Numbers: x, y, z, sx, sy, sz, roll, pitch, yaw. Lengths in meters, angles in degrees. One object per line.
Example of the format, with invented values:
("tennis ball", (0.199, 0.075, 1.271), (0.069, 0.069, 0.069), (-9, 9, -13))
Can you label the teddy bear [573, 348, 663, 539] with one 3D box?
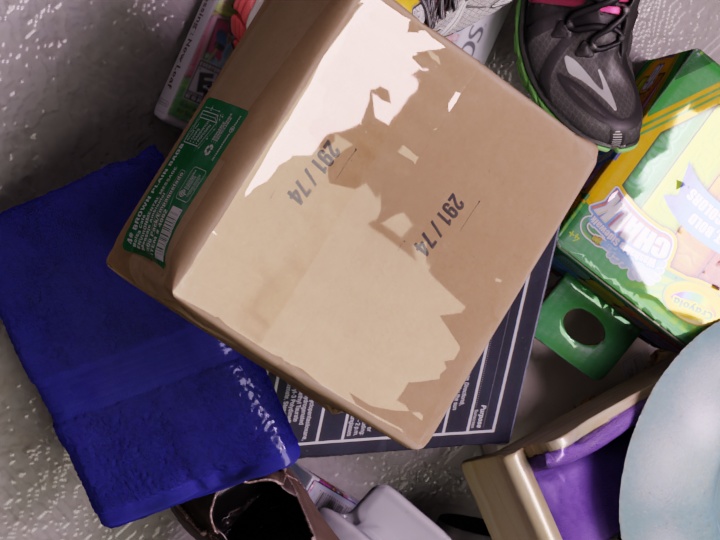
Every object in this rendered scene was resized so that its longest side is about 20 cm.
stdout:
("teddy bear", (0.204, 0.118, 1.774), (0.200, 0.067, 0.145), (-29, 130, -27))

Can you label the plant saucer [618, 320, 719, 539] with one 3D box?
("plant saucer", (0.246, 0.126, 1.639), (0.201, 0.039, 0.202), (-14, 112, -38))

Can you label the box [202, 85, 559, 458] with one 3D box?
("box", (0.000, 0.000, 1.571), (0.198, 0.123, 0.200), (-1, 118, -26))

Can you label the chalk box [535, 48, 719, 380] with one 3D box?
("chalk box", (0.189, -0.025, 1.674), (0.125, 0.124, 0.200), (36, 86, -7))

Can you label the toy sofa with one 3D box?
("toy sofa", (0.173, 0.115, 1.641), (0.200, 0.098, 0.083), (-26, 95, -34))

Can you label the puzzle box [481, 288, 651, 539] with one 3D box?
("puzzle box", (0.144, 0.106, 1.778), (0.133, 0.025, 0.200), (-26, 120, -22))

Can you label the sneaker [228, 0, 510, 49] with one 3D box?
("sneaker", (0.026, -0.155, 1.547), (0.200, 0.082, 0.078), (-24, 119, -24))

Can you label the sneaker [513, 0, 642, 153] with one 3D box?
("sneaker", (0.139, -0.170, 1.596), (0.077, 0.084, 0.201), (-5, 80, -27))

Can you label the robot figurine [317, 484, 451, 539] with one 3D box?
("robot figurine", (-0.026, 0.228, 1.612), (0.200, 0.113, 0.170), (-48, 158, -8))

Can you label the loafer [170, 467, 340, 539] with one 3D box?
("loafer", (-0.064, 0.138, 1.552), (0.073, 0.200, 0.071), (-41, 135, -12))

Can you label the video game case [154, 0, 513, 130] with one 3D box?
("video game case", (-0.008, -0.143, 1.594), (0.200, 0.022, 0.182), (21, 95, -35))

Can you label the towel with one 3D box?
("towel", (-0.128, 0.039, 1.494), (0.200, 0.147, 0.050), (65, 30, -8))

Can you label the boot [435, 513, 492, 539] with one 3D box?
("boot", (0.114, 0.277, 1.703), (0.188, 0.068, 0.201), (12, 99, -4))

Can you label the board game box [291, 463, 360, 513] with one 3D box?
("board game box", (-0.025, 0.253, 1.717), (0.200, 0.041, 0.200), (35, 87, -35))

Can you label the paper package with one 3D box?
("paper package", (-0.004, -0.035, 1.408), (0.190, 0.103, 0.200), (34, 84, -26))
